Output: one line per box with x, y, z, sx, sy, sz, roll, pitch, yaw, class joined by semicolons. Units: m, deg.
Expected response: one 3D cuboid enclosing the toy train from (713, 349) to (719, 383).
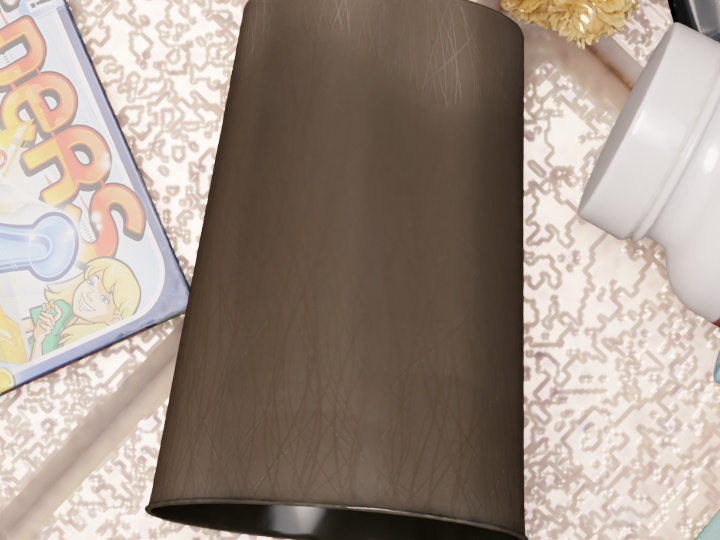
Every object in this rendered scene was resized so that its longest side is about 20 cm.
0.225;0.103;1.148;0.199;0.056;0.151;22;89;1;toy train

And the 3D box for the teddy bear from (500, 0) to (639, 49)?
0.104;-0.183;1.063;0.200;0.067;0.145;-36;80;13;teddy bear

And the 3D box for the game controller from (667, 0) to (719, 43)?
0.163;-0.164;1.168;0.104;0.042;0.201;-16;89;-15;game controller

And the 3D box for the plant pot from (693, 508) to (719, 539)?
0.223;0.139;1.058;0.200;0.141;0.141;40;89;13;plant pot

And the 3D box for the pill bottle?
0.190;-0.014;1.107;0.199;0.112;0.113;26;89;-1;pill bottle

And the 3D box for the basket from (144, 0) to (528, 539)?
0.000;0.000;1.107;0.135;0.180;0.201;11;80;-28;basket

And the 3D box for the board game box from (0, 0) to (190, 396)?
-0.165;-0.050;1.162;0.135;0.034;0.201;-24;89;0;board game box
